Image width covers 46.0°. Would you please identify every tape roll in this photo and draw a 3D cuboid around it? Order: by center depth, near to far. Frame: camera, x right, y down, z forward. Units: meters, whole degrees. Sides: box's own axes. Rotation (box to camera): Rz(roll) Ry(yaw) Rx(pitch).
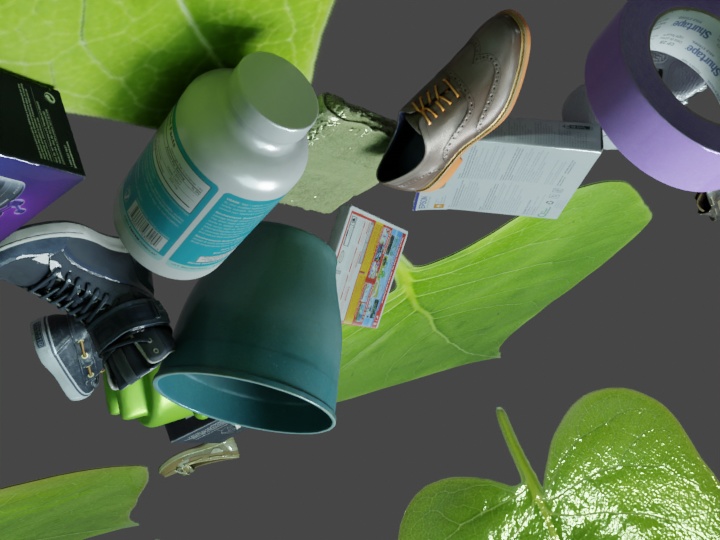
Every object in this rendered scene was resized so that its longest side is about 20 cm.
[{"bbox_3d":[0.321,-0.181,0.830,0.198,0.202,0.066,-16,161,-26],"label":"tape roll"}]

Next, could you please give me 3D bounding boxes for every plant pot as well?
[{"bbox_3d":[-0.107,0.057,0.931,0.197,0.191,0.201,9,157,4],"label":"plant pot"}]

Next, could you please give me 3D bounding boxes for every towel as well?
[{"bbox_3d":[-0.029,-0.112,0.847,0.147,0.037,0.199,-32,163,26],"label":"towel"}]

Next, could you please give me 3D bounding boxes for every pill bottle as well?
[{"bbox_3d":[-0.114,-0.084,0.681,0.110,0.112,0.200,-8,158,-43],"label":"pill bottle"}]

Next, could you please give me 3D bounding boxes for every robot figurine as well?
[{"bbox_3d":[-0.254,0.147,1.188,0.198,0.118,0.174,-13,-172,-38],"label":"robot figurine"}]

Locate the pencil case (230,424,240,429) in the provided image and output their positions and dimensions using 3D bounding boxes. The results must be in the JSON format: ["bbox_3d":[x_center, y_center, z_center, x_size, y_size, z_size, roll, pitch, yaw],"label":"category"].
[{"bbox_3d":[-0.145,0.153,1.311,0.199,0.090,0.084,-40,131,-17],"label":"pencil case"}]

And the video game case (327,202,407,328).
[{"bbox_3d":[0.000,0.000,1.101,0.017,0.145,0.199,18,-179,24],"label":"video game case"}]

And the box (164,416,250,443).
[{"bbox_3d":[-0.235,0.217,1.452,0.147,0.108,0.200,-26,163,8],"label":"box"}]

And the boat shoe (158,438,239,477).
[{"bbox_3d":[-0.396,0.466,2.077,0.198,0.064,0.073,-22,164,-8],"label":"boat shoe"}]

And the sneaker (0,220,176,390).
[{"bbox_3d":[-0.256,0.037,0.800,0.076,0.148,0.201,-29,162,24],"label":"sneaker"}]

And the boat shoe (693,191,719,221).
[{"bbox_3d":[0.720,-0.151,1.738,0.072,0.076,0.200,-16,156,12],"label":"boat shoe"}]

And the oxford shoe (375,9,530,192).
[{"bbox_3d":[0.083,-0.148,0.779,0.072,0.072,0.201,-10,141,-46],"label":"oxford shoe"}]

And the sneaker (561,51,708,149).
[{"bbox_3d":[0.340,-0.208,1.005,0.198,0.076,0.115,-24,165,19],"label":"sneaker"}]

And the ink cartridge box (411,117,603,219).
[{"bbox_3d":[0.169,-0.123,1.030,0.196,0.041,0.200,3,161,-2],"label":"ink cartridge box"}]

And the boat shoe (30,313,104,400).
[{"bbox_3d":[-0.323,0.100,1.025,0.090,0.072,0.201,-16,160,-10],"label":"boat shoe"}]

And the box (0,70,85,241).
[{"bbox_3d":[-0.308,-0.055,0.564,0.198,0.080,0.141,-31,160,22],"label":"box"}]
